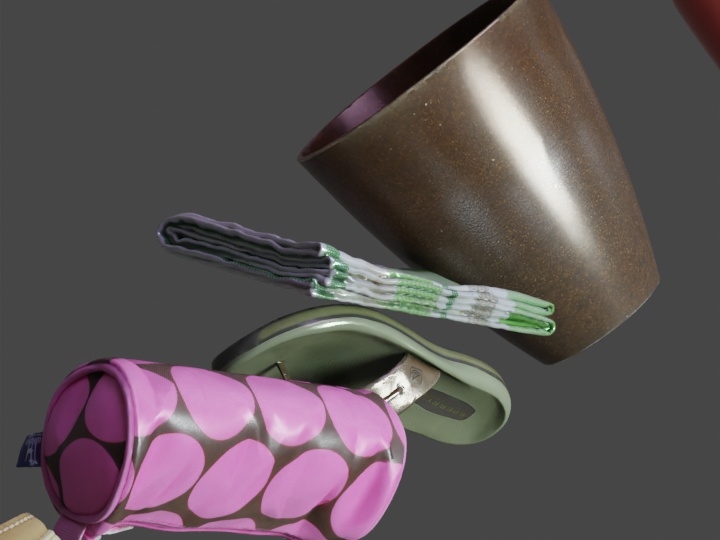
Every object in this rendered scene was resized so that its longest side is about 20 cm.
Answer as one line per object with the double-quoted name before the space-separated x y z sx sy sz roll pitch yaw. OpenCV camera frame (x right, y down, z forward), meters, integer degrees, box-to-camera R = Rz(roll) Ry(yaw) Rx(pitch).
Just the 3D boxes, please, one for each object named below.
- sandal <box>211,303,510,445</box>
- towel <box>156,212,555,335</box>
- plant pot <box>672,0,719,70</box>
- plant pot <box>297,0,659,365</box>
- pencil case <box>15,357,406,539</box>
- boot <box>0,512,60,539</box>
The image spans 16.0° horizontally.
"sandal" 0.009 0.069 1.431 0.200 0.080 0.058 18 50 -34
"towel" 0.000 0.000 1.472 0.199 0.031 0.149 10 4 -45
"plant pot" 0.379 -0.195 2.094 0.200 0.200 0.178 4 56 -46
"plant pot" 0.092 -0.047 1.599 0.201 0.186 0.187 53 29 -8
"pencil case" -0.069 0.098 1.296 0.199 0.095 0.090 9 -2 -42
"boot" -0.233 0.109 1.105 0.156 0.073 0.200 50 37 11
